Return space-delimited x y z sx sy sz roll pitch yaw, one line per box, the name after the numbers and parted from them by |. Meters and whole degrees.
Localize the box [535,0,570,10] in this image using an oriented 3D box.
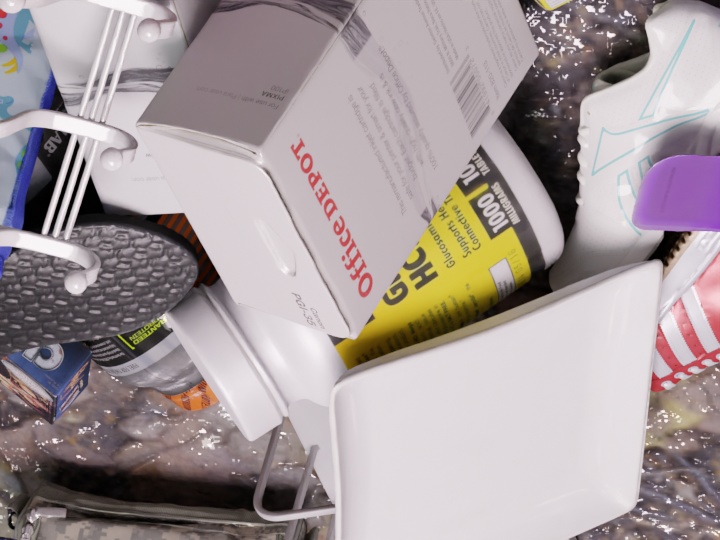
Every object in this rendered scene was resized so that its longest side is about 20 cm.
0.082 -0.231 1.271 0.117 0.049 0.200 -24 123 30 | box

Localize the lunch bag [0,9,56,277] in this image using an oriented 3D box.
-0.256 -0.089 1.349 0.198 0.171 0.128 8 162 13 | lunch bag

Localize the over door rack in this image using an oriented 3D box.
-0.202 -0.083 1.229 0.199 0.067 0.149 19 112 -2 | over door rack

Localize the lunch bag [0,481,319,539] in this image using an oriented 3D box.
-0.124 0.220 1.656 0.198 0.140 0.169 4 115 9 | lunch bag

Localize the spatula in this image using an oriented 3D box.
0.239 -0.051 1.358 0.199 0.021 0.057 -10 140 -16 | spatula

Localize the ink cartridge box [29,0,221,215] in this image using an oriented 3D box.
-0.103 -0.147 1.317 0.083 0.146 0.201 -3 129 17 | ink cartridge box

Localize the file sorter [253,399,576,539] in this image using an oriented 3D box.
0.036 0.164 1.571 0.138 0.125 0.201 -10 128 21 | file sorter

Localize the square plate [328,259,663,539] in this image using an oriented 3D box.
0.068 0.091 1.411 0.199 0.028 0.199 -20 137 -19 | square plate

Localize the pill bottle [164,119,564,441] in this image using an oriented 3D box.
0.000 0.000 1.385 0.199 0.112 0.113 -35 123 -7 | pill bottle

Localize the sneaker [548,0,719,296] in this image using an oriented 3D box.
0.147 -0.066 1.392 0.080 0.071 0.201 30 124 -4 | sneaker

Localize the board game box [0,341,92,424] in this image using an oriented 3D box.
-0.240 0.006 1.473 0.200 0.035 0.136 39 168 1 | board game box

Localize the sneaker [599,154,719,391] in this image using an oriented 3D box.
0.202 0.032 1.454 0.112 0.071 0.200 28 129 -7 | sneaker

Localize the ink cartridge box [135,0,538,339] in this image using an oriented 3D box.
-0.008 -0.091 1.286 0.082 0.201 0.147 15 149 33 | ink cartridge box

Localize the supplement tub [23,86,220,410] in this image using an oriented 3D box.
-0.136 -0.020 1.452 0.122 0.123 0.200 -29 118 32 | supplement tub

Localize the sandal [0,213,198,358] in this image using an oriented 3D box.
-0.179 0.006 1.368 0.199 0.048 0.076 -17 130 17 | sandal
